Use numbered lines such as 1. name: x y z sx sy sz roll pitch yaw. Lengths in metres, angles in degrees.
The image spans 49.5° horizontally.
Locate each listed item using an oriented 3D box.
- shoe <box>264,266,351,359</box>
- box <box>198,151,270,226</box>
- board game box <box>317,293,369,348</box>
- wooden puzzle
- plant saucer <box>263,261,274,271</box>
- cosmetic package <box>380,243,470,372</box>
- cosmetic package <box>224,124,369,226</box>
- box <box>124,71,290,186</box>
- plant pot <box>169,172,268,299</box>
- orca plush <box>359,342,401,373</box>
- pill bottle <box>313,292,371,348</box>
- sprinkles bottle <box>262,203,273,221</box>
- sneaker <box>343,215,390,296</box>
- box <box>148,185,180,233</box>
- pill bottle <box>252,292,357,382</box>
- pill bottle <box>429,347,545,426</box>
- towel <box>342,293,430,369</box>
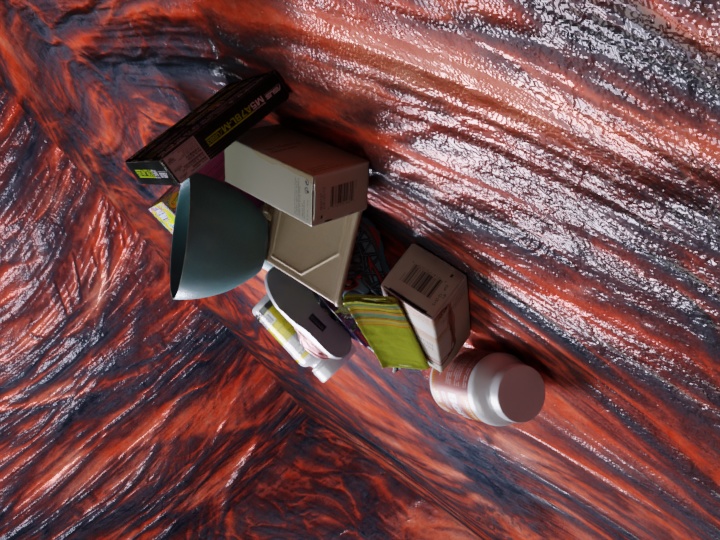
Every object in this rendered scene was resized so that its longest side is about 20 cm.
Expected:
1. shoe: -0.103 0.080 1.374 0.200 0.072 0.091 47 156 -8
2. box: -0.243 -0.161 1.412 0.199 0.097 0.176 30 160 35
3. board game box: -0.056 0.036 1.300 0.120 0.032 0.200 45 -179 -43
4. wooden puzzle: -0.067 -0.069 1.169 0.037 0.187 0.199 -6 -152 -42
5. plant saucer: -0.184 -0.025 1.432 0.199 0.028 0.200 31 179 1
6. cosmetic package: 0.103 0.062 1.187 0.103 0.087 0.201 31 161 25
7. cosmetic package: -0.091 -0.136 1.075 0.199 0.103 0.074 29 126 38
8. box: -0.214 -0.192 1.073 0.048 0.200 0.193 55 159 -21
9. plant pot: -0.223 -0.049 1.246 0.133 0.203 0.200 6 175 -20
10. orca plush: 0.030 0.104 1.565 0.199 0.071 0.106 36 119 6
11. pill bottle: -0.005 0.066 1.412 0.199 0.112 0.112 19 153 53
12. sprinkles bottle: -0.073 -0.062 1.319 0.199 0.068 0.068 38 164 17
13. sneaker: 0.000 0.000 1.189 0.079 0.096 0.201 -19 109 29
14. box: -0.347 -0.116 1.731 0.193 0.122 0.200 47 163 -15
15. pill bottle: -0.107 0.114 1.529 0.200 0.114 0.114 47 164 1
16. pill bottle: 0.199 0.182 1.229 0.112 0.112 0.200 46 164 -14
17. towel: 0.042 0.098 1.177 0.085 0.018 0.201 4 146 24
